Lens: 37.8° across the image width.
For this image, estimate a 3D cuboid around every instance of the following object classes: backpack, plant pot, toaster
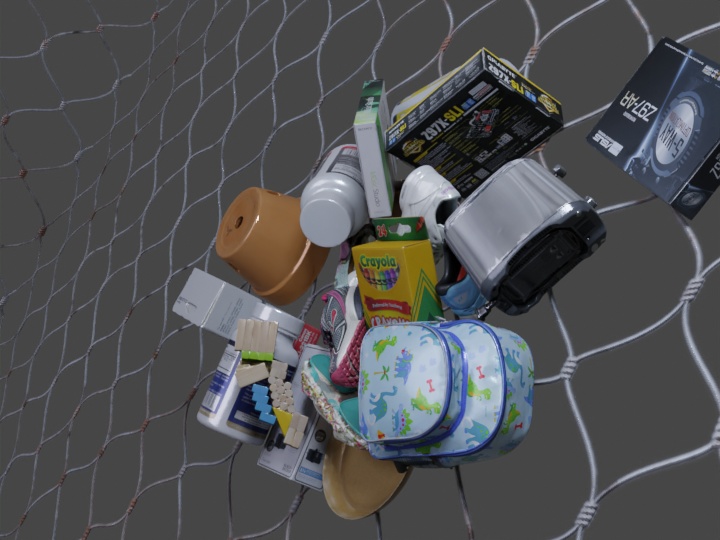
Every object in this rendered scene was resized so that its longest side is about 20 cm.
[{"bbox_3d":[0.098,0.146,1.269,0.199,0.147,0.184,-9,71,35],"label":"backpack"},{"bbox_3d":[-0.160,-0.055,1.853,0.200,0.140,0.201,-35,40,36],"label":"plant pot"},{"bbox_3d":[0.020,0.247,1.447,0.200,0.027,0.201,-35,39,36],"label":"plant pot"},{"bbox_3d":[0.192,-0.040,1.296,0.200,0.114,0.129,-44,49,11],"label":"toaster"}]

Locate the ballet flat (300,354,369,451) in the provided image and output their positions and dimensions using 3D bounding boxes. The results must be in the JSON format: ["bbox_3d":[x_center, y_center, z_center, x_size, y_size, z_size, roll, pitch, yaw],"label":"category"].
[{"bbox_3d":[-0.024,0.195,1.456,0.200,0.075,0.064,51,131,46],"label":"ballet flat"}]

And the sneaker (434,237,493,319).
[{"bbox_3d":[0.159,-0.037,1.403,0.078,0.090,0.201,0,65,56],"label":"sneaker"}]

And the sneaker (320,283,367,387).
[{"bbox_3d":[-0.023,0.096,1.506,0.074,0.081,0.200,-9,32,11],"label":"sneaker"}]

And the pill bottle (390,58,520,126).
[{"bbox_3d":[0.146,-0.237,1.563,0.200,0.112,0.113,-22,48,48],"label":"pill bottle"}]

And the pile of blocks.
[{"bbox_3d":[-0.133,0.166,1.515,0.062,0.082,0.201,108,144,-75],"label":"pile of blocks"}]

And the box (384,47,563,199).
[{"bbox_3d":[0.157,-0.199,1.467,0.200,0.159,0.050,-37,37,37],"label":"box"}]

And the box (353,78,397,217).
[{"bbox_3d":[0.024,-0.182,1.546,0.036,0.145,0.200,-7,26,7],"label":"box"}]

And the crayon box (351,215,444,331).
[{"bbox_3d":[0.052,0.029,1.442,0.127,0.051,0.201,0,102,57],"label":"crayon box"}]

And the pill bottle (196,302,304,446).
[{"bbox_3d":[-0.160,0.155,1.600,0.111,0.111,0.201,14,80,59],"label":"pill bottle"}]

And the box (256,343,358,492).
[{"bbox_3d":[-0.069,0.216,1.573,0.116,0.060,0.201,3,69,57],"label":"box"}]

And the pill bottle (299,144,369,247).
[{"bbox_3d":[-0.032,-0.116,1.670,0.111,0.111,0.200,-43,10,28],"label":"pill bottle"}]

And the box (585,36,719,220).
[{"bbox_3d":[0.371,-0.172,1.235,0.160,0.043,0.200,-53,32,14],"label":"box"}]

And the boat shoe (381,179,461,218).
[{"bbox_3d":[0.096,-0.105,1.576,0.070,0.071,0.200,-28,28,-25],"label":"boat shoe"}]

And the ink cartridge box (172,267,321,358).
[{"bbox_3d":[-0.187,0.082,1.721,0.144,0.200,0.084,19,82,59],"label":"ink cartridge box"}]

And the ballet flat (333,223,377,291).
[{"bbox_3d":[0.000,0.000,1.642,0.071,0.069,0.201,-33,36,34],"label":"ballet flat"}]

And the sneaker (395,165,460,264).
[{"bbox_3d":[0.092,-0.040,1.472,0.100,0.075,0.201,36,132,39],"label":"sneaker"}]
